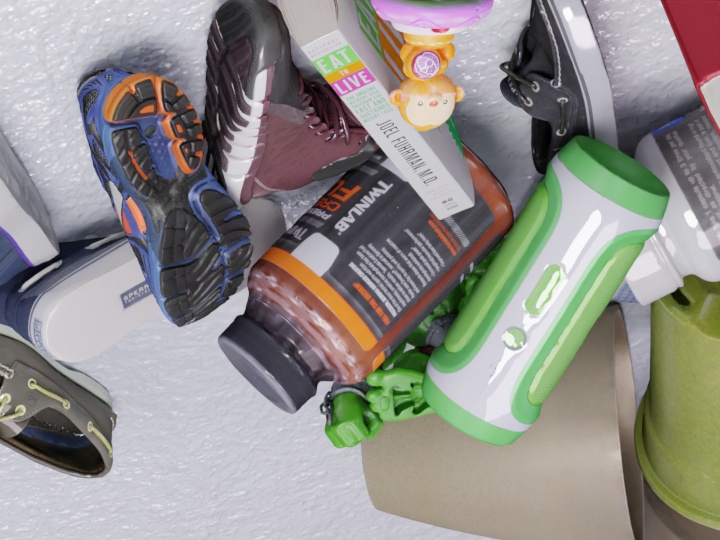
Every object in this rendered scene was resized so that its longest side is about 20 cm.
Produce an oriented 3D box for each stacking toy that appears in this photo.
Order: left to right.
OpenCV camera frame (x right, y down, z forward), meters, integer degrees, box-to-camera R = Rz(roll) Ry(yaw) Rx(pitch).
[{"bbox_3d":[0.038,-0.172,1.315,0.116,0.110,0.200,-6,112,-19],"label":"stacking toy"}]

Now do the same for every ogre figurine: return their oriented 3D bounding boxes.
[{"bbox_3d":[0.053,0.039,1.663,0.098,0.120,0.200,30,104,-21],"label":"ogre figurine"}]

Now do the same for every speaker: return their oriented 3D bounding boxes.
[{"bbox_3d":[0.120,0.014,1.547,0.088,0.088,0.200,17,112,-38],"label":"speaker"}]

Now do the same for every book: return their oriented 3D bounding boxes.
[{"bbox_3d":[0.003,-0.132,1.408,0.048,0.134,0.200,-24,145,14],"label":"book"}]

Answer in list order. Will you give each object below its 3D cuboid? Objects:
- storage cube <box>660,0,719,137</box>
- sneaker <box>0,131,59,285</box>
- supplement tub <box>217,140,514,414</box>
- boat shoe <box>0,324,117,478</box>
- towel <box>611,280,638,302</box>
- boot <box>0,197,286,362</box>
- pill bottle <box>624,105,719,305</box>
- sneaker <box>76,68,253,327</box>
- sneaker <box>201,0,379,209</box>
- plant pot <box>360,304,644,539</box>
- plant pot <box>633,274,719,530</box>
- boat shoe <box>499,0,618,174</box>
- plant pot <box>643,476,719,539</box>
[{"bbox_3d":[0.272,-0.167,1.423,0.171,0.180,0.200,-23,146,11],"label":"storage cube"},{"bbox_3d":[-0.284,-0.036,1.477,0.146,0.081,0.200,-22,151,2],"label":"sneaker"},{"bbox_3d":[0.000,0.000,1.545,0.200,0.107,0.107,-45,148,-14],"label":"supplement tub"},{"bbox_3d":[-0.247,0.093,1.691,0.072,0.060,0.202,-32,142,22],"label":"boat shoe"},{"bbox_3d":[0.204,-0.026,1.731,0.200,0.024,0.147,2,142,-23],"label":"towel"},{"bbox_3d":[-0.152,-0.008,1.589,0.200,0.090,0.073,-24,121,-30],"label":"boot"},{"bbox_3d":[0.257,-0.062,1.608,0.200,0.114,0.114,-27,144,7],"label":"pill bottle"},{"bbox_3d":[-0.126,-0.050,1.499,0.075,0.078,0.200,-30,130,-21],"label":"sneaker"},{"bbox_3d":[-0.035,-0.113,1.486,0.115,0.076,0.200,-11,156,-15],"label":"sneaker"},{"bbox_3d":[0.106,0.128,1.796,0.200,0.188,0.187,-5,147,10],"label":"plant pot"},{"bbox_3d":[0.286,0.057,1.713,0.200,0.201,0.184,-16,135,1],"label":"plant pot"},{"bbox_3d":[0.123,-0.123,1.533,0.066,0.070,0.200,-18,153,2],"label":"boat shoe"},{"bbox_3d":[0.335,0.150,1.909,0.200,0.200,0.174,2,125,-23],"label":"plant pot"}]
